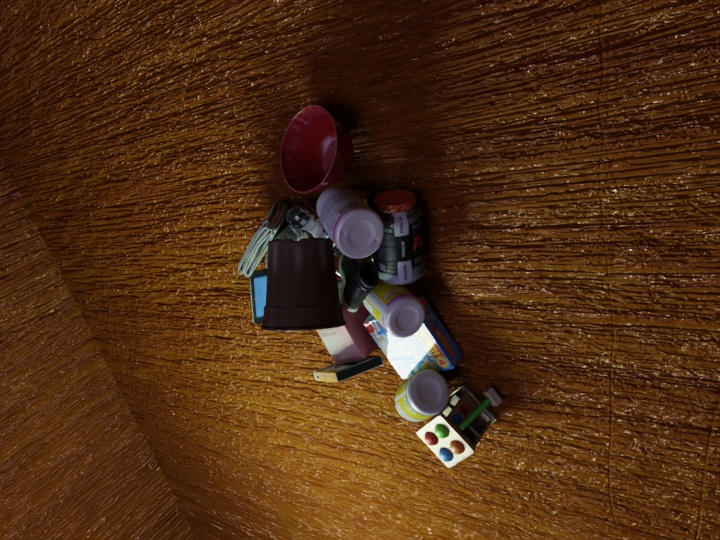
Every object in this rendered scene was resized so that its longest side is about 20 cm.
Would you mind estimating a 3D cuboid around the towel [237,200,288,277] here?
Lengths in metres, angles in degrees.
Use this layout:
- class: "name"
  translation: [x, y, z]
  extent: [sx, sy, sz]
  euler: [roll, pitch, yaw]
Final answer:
- class: "towel"
  translation: [-0.264, -0.089, 1.616]
  extent: [0.048, 0.200, 0.172]
  euler: [31, 112, -8]

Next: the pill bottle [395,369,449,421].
- class: "pill bottle"
  translation: [0.154, 0.335, 1.563]
  extent: [0.112, 0.112, 0.200]
  euler: [45, 158, 8]

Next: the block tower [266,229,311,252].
- class: "block tower"
  translation: [-0.195, -0.088, 1.687]
  extent: [0.054, 0.058, 0.199]
  euler: [55, 140, -3]

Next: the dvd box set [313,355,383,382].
- class: "dvd box set"
  translation: [-0.037, 0.276, 1.678]
  extent: [0.200, 0.145, 0.030]
  euler: [-22, 86, 67]

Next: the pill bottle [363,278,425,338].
- class: "pill bottle"
  translation: [0.070, 0.076, 1.439]
  extent: [0.200, 0.103, 0.106]
  euler: [-136, 31, -58]

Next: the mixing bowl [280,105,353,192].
- class: "mixing bowl"
  translation: [-0.088, -0.275, 1.405]
  extent: [0.198, 0.108, 0.203]
  euler: [-5, 82, 43]

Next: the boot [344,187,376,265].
- class: "boot"
  translation: [-0.019, -0.111, 1.508]
  extent: [0.153, 0.073, 0.203]
  euler: [6, 110, 38]

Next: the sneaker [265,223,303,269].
- class: "sneaker"
  translation: [-0.231, -0.056, 1.638]
  extent: [0.075, 0.082, 0.200]
  euler: [45, 138, 8]

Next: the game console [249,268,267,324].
- class: "game console"
  translation: [-0.230, 0.095, 1.793]
  extent: [0.174, 0.116, 0.202]
  euler: [25, 131, 27]

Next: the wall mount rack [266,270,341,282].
- class: "wall mount rack"
  translation: [-0.141, 0.017, 1.547]
  extent: [0.199, 0.172, 0.076]
  euler: [-30, 72, 48]

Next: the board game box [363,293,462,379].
- class: "board game box"
  translation: [0.134, 0.178, 1.554]
  extent: [0.195, 0.056, 0.201]
  euler: [-24, 106, 47]

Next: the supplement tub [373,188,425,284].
- class: "supplement tub"
  translation: [0.088, -0.079, 1.393]
  extent: [0.121, 0.122, 0.202]
  euler: [15, 126, 34]

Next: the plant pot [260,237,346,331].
- class: "plant pot"
  translation: [-0.133, 0.029, 1.362]
  extent: [0.198, 0.199, 0.201]
  euler: [-1, 92, 41]

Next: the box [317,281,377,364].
- class: "box"
  translation: [-0.047, 0.146, 1.665]
  extent: [0.127, 0.109, 0.202]
  euler: [-17, 107, 46]

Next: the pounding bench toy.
- class: "pounding bench toy"
  translation: [0.262, 0.388, 1.521]
  extent: [0.124, 0.156, 0.200]
  euler: [45, 137, 8]

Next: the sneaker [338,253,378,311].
- class: "sneaker"
  translation: [0.000, 0.000, 1.445]
  extent: [0.070, 0.201, 0.099]
  euler: [29, 124, -24]

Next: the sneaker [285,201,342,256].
- class: "sneaker"
  translation: [-0.106, -0.119, 1.584]
  extent: [0.199, 0.091, 0.066]
  euler: [36, 120, -18]

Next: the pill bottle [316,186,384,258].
- class: "pill bottle"
  translation: [-0.030, -0.115, 1.343]
  extent: [0.200, 0.112, 0.115]
  euler: [-128, 25, -59]
